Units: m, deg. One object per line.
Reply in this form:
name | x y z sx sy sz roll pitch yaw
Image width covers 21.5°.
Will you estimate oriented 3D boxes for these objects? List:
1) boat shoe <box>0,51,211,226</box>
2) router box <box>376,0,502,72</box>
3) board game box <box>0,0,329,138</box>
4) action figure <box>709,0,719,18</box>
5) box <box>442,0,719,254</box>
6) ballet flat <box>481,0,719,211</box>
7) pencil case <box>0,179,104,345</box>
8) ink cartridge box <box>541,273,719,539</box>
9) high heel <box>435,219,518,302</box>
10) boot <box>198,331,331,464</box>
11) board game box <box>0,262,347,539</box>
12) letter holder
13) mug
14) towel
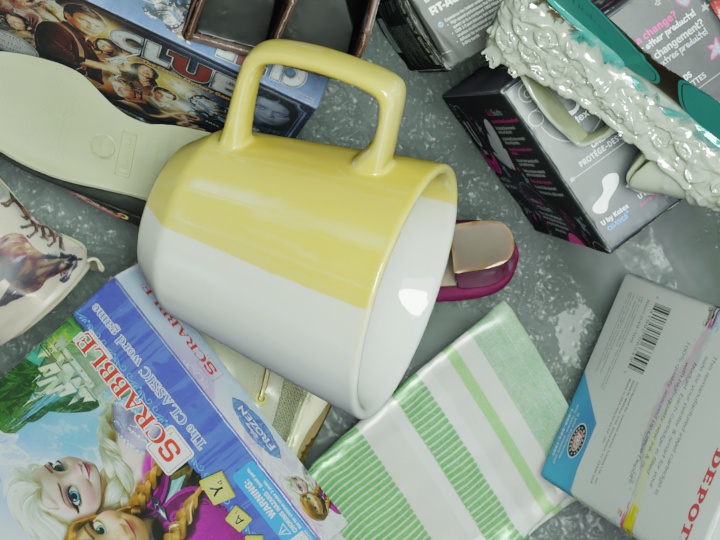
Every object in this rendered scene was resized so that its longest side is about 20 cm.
boat shoe | -0.163 -0.072 1.168 0.201 0.063 0.074 21 63 -11
router box | 0.109 -0.195 1.150 0.200 0.150 0.062 -31 98 -3
board game box | -0.125 -0.131 1.136 0.200 0.135 0.035 25 71 -7
action figure | 0.273 -0.082 1.221 0.099 0.065 0.201 -15 97 3
box | 0.145 -0.100 1.137 0.132 0.200 0.115 -36 99 -3
ballet flat | 0.148 -0.083 1.013 0.200 0.072 0.072 39 90 -5
pencil case | -0.254 -0.044 1.158 0.200 0.078 0.089 45 87 -8
ink cartridge box | 0.236 0.108 1.150 0.146 0.200 0.147 22 93 -22
high heel | 0.000 0.000 1.192 0.199 0.096 0.068 0 81 2
boot | -0.109 0.094 1.190 0.154 0.072 0.200 26 86 -8
board game box | -0.143 0.132 1.146 0.199 0.041 0.200 -41 87 26
letter holder | -0.021 -0.228 1.034 0.100 0.142 0.201 14 75 -7
mug | -0.035 -0.028 1.081 0.153 0.149 0.187 19 90 15
towel | 0.053 0.138 1.202 0.200 0.023 0.153 -39 116 -11
